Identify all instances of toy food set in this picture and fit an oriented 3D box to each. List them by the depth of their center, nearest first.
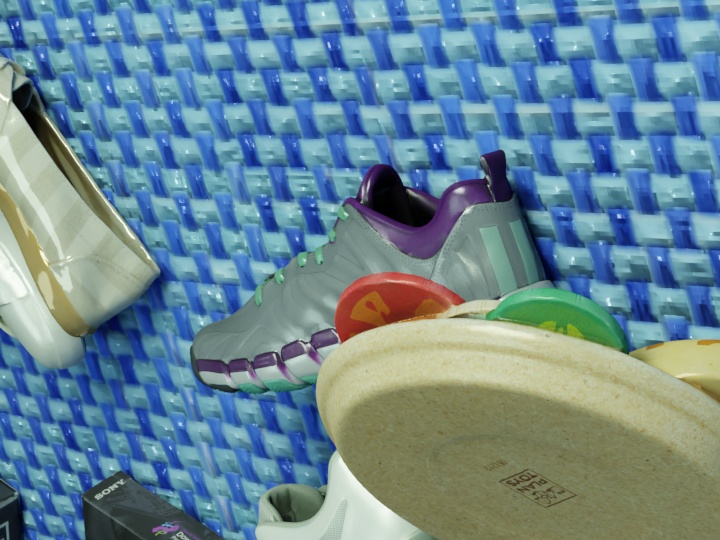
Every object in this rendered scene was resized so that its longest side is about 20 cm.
[{"bbox_3d":[0.075,0.065,0.920,0.198,0.049,0.200,22,152,-4],"label":"toy food set"}]

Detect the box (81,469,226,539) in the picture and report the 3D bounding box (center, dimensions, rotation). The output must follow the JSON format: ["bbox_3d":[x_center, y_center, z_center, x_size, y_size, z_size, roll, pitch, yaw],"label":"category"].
[{"bbox_3d":[-0.089,0.222,1.278,0.143,0.036,0.200,27,131,36],"label":"box"}]

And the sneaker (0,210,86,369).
[{"bbox_3d":[-0.224,-0.011,1.227,0.200,0.085,0.073,48,162,21],"label":"sneaker"}]

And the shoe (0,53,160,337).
[{"bbox_3d":[-0.167,-0.064,1.168,0.053,0.070,0.200,-31,90,16],"label":"shoe"}]

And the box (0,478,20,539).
[{"bbox_3d":[-0.308,0.223,1.395,0.123,0.200,0.199,31,133,34],"label":"box"}]

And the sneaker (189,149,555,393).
[{"bbox_3d":[0.000,0.000,1.012,0.200,0.074,0.088,-10,96,40],"label":"sneaker"}]

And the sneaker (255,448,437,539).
[{"bbox_3d":[-0.021,0.149,1.126,0.089,0.074,0.200,49,132,14],"label":"sneaker"}]
